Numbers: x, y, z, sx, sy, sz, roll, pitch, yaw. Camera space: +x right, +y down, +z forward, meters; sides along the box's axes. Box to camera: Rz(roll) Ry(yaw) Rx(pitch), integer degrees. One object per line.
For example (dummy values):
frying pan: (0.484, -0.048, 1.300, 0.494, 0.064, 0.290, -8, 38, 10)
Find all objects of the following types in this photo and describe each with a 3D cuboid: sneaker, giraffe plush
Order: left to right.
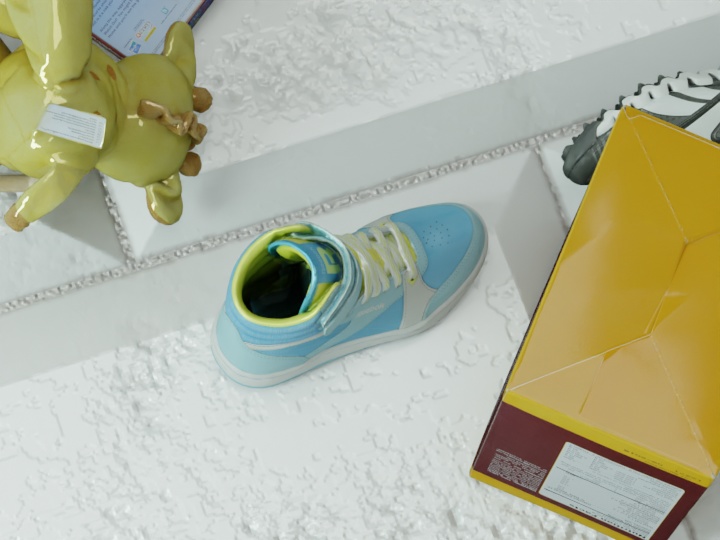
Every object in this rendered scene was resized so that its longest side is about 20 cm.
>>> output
giraffe plush: (-0.174, -0.110, 1.654, 0.200, 0.162, 0.173, 37, 107, 34)
sneaker: (0.000, 0.000, 1.640, 0.199, 0.131, 0.080, -29, 74, -14)
sneaker: (0.232, -0.089, 1.725, 0.199, 0.067, 0.091, -23, 72, -14)

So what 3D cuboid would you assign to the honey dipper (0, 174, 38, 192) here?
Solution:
honey dipper: (-0.294, -0.055, 1.688, 0.198, 0.038, 0.038, 0, 71, -9)

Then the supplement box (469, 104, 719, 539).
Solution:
supplement box: (0.172, 0.042, 1.603, 0.132, 0.200, 0.198, 23, 70, 3)

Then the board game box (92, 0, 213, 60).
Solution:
board game box: (-0.122, -0.236, 1.752, 0.103, 0.019, 0.200, 35, 81, 11)
